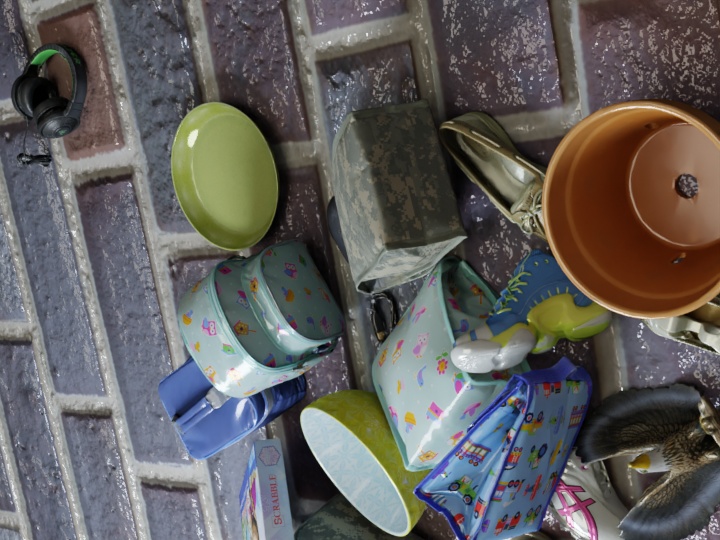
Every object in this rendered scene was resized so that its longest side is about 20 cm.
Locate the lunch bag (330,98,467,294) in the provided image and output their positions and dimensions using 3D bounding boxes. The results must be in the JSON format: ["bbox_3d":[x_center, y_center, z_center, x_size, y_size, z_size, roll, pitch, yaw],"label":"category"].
[{"bbox_3d":[0.030,-0.076,1.200,0.200,0.116,0.167,134,123,-68],"label":"lunch bag"}]

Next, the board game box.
[{"bbox_3d":[-0.128,0.365,1.427,0.201,0.040,0.202,109,154,-54],"label":"board game box"}]

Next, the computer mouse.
[{"bbox_3d":[0.000,0.000,1.320,0.058,0.034,0.203,-18,93,39],"label":"computer mouse"}]

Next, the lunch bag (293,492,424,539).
[{"bbox_3d":[0.006,0.428,1.391,0.198,0.139,0.170,25,129,28],"label":"lunch bag"}]

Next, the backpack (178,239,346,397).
[{"bbox_3d":[-0.127,0.060,1.330,0.153,0.199,0.178,-33,83,39],"label":"backpack"}]

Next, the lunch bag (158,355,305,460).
[{"bbox_3d":[-0.193,0.172,1.461,0.199,0.132,0.137,-37,81,39],"label":"lunch bag"}]

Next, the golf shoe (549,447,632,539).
[{"bbox_3d":[0.246,0.237,1.178,0.200,0.072,0.093,41,124,21],"label":"golf shoe"}]

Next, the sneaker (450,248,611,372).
[{"bbox_3d":[0.169,0.040,1.113,0.106,0.197,0.076,68,151,20],"label":"sneaker"}]

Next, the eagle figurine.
[{"bbox_3d":[0.326,0.191,1.079,0.149,0.154,0.200,22,154,-8],"label":"eagle figurine"}]

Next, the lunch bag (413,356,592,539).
[{"bbox_3d":[0.172,0.181,1.103,0.094,0.149,0.202,41,111,33],"label":"lunch bag"}]

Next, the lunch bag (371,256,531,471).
[{"bbox_3d":[0.099,0.107,1.218,0.171,0.120,0.202,-59,35,35],"label":"lunch bag"}]

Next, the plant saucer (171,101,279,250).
[{"bbox_3d":[-0.179,-0.129,1.420,0.198,0.031,0.204,12,111,35],"label":"plant saucer"}]

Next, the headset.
[{"bbox_3d":[-0.476,-0.248,1.605,0.123,0.093,0.202,41,110,25],"label":"headset"}]

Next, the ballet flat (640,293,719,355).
[{"bbox_3d":[0.347,0.054,1.038,0.198,0.075,0.069,22,118,31],"label":"ballet flat"}]

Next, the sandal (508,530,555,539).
[{"bbox_3d":[0.215,0.361,1.253,0.198,0.054,0.082,14,112,34],"label":"sandal"}]

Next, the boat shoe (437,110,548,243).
[{"bbox_3d":[0.166,-0.095,1.140,0.201,0.063,0.073,50,128,15],"label":"boat shoe"}]

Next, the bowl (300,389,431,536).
[{"bbox_3d":[0.027,0.218,1.305,0.200,0.107,0.201,39,153,25],"label":"bowl"}]

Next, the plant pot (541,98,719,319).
[{"bbox_3d":[0.292,-0.070,1.000,0.198,0.139,0.204,12,111,34],"label":"plant pot"}]
